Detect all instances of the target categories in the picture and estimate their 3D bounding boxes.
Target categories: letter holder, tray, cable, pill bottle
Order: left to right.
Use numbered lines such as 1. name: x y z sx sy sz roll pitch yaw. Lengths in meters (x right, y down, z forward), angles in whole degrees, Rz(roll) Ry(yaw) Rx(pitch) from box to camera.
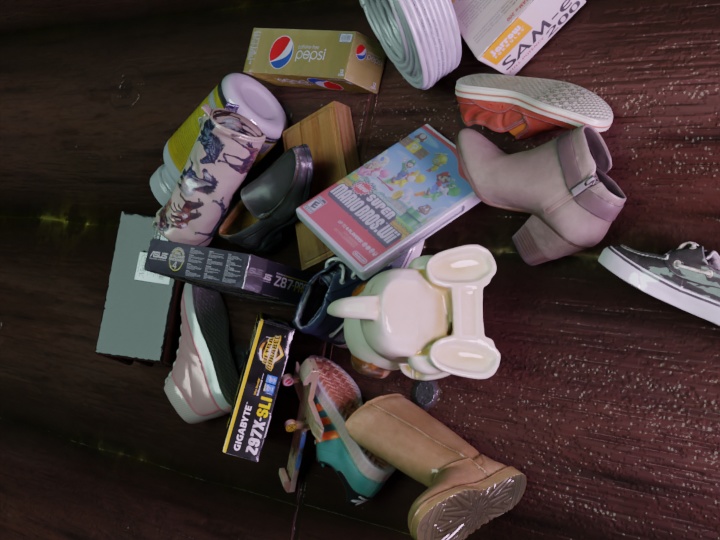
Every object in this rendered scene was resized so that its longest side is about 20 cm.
1. letter holder: -0.288 0.035 1.690 0.099 0.142 0.202 7 80 10
2. pill bottle: -0.200 -0.167 1.640 0.200 0.111 0.113 -42 55 26
3. tray: -0.045 -0.107 1.538 0.098 0.037 0.202 -26 64 35
4. cable: 0.054 -0.314 1.406 0.069 0.200 0.202 -25 89 -6

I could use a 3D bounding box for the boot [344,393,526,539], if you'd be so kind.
1. boot: 0.055 0.211 1.286 0.199 0.174 0.067 29 114 39

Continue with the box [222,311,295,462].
1. box: -0.125 0.137 1.461 0.200 0.049 0.161 -170 97 -85

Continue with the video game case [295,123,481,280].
1. video game case: 0.042 -0.084 1.386 0.199 0.018 0.143 -34 48 -15

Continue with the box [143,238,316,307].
1. box: -0.154 0.008 1.523 0.199 0.160 0.050 9 85 43

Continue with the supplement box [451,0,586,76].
1. supplement box: 0.155 -0.343 1.391 0.126 0.073 0.201 -44 54 25

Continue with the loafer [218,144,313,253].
1. loafer: -0.120 -0.089 1.533 0.200 0.072 0.073 -55 41 44

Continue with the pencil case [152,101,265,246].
1. pencil case: -0.202 -0.119 1.556 0.089 0.078 0.201 32 117 1

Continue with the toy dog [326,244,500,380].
1. toy dog: 0.047 0.065 1.324 0.200 0.192 0.141 152 109 -71

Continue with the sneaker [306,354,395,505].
1. sneaker: -0.031 0.191 1.428 0.080 0.071 0.201 -54 45 25

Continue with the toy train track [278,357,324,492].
1. toy train track: -0.083 0.190 1.438 0.115 0.032 0.202 -117 31 -48

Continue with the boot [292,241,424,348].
1. boot: 0.000 0.000 1.431 0.073 0.090 0.201 36 101 41

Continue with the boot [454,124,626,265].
1. boot: 0.197 -0.108 1.285 0.146 0.070 0.201 -43 71 40

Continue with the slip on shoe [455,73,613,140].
1. slip on shoe: 0.193 -0.176 1.331 0.199 0.074 0.062 16 124 37

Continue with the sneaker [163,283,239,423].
1. sneaker: -0.229 0.112 1.620 0.104 0.075 0.202 -28 66 28

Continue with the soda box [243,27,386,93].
1. soda box: -0.062 -0.278 1.574 0.199 0.067 0.065 13 89 43

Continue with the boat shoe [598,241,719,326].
1. boat shoe: 0.326 0.008 1.159 0.199 0.070 0.064 28 99 34
